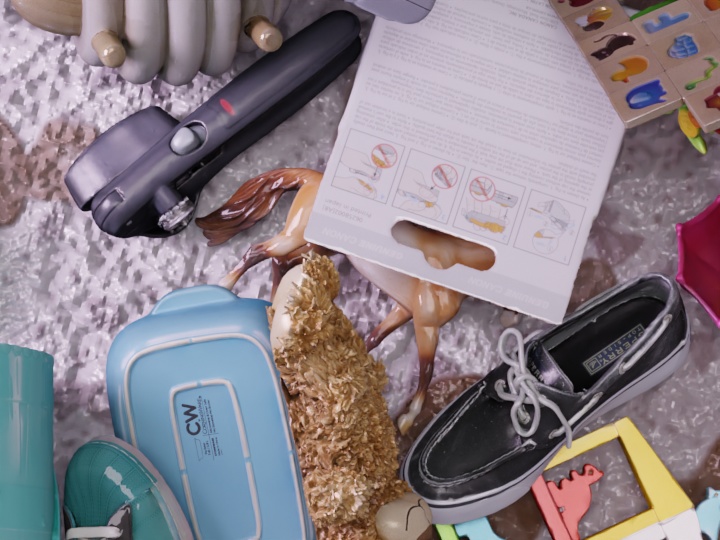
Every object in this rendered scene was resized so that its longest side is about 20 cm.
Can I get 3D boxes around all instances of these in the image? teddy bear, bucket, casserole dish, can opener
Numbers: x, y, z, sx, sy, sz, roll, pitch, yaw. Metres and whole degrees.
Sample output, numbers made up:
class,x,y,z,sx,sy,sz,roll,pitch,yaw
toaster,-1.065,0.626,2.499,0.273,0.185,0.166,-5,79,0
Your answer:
class,x,y,z,sx,sy,sz,roll,pitch,yaw
teddy bear,-0.006,0.087,1.283,0.067,0.145,0.201,-13,89,2
bucket,-0.262,0.106,1.283,0.206,0.207,0.135,5,82,1
casserole dish,-0.081,0.109,1.341,0.121,0.039,0.201,-10,94,4
can opener,-0.080,-0.088,1.369,0.200,0.063,0.079,-36,84,-3

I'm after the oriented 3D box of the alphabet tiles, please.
class,x,y,z,sx,sy,sz,roll,pitch,yaw
alphabet tiles,0.204,-0.140,1.270,0.167,0.200,0.008,-22,123,2

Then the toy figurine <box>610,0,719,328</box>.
class,x,y,z,sx,sy,sz,roll,pitch,yaw
toy figurine,0.232,-0.044,1.308,0.150,0.200,0.185,-22,116,-16

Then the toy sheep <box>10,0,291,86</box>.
class,x,y,z,sx,sy,sz,roll,pitch,yaw
toy sheep,-0.105,-0.169,1.345,0.199,0.138,0.138,-3,83,-16

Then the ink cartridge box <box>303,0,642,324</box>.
class,x,y,z,sx,sy,sz,roll,pitch,yaw
ink cartridge box,0.069,-0.081,1.363,0.162,0.057,0.201,18,79,1

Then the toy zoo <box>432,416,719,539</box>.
class,x,y,z,sx,sy,sz,roll,pitch,yaw
toy zoo,0.122,0.173,1.361,0.200,0.020,0.132,-25,84,-3

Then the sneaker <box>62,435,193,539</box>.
class,x,y,z,sx,sy,sz,roll,pitch,yaw
sneaker,-0.136,0.196,1.301,0.071,0.080,0.201,-6,101,32

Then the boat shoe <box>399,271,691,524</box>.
class,x,y,z,sx,sy,sz,roll,pitch,yaw
boat shoe,0.105,0.071,1.338,0.199,0.068,0.074,-30,60,-4

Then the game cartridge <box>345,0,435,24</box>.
class,x,y,z,sx,sy,sz,roll,pitch,yaw
game cartridge,-0.054,-0.212,1.297,0.200,0.134,0.041,23,120,-19

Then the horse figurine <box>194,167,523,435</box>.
class,x,y,z,sx,sy,sz,roll,pitch,yaw
horse figurine,0.000,0.000,1.367,0.200,0.050,0.133,34,92,1
